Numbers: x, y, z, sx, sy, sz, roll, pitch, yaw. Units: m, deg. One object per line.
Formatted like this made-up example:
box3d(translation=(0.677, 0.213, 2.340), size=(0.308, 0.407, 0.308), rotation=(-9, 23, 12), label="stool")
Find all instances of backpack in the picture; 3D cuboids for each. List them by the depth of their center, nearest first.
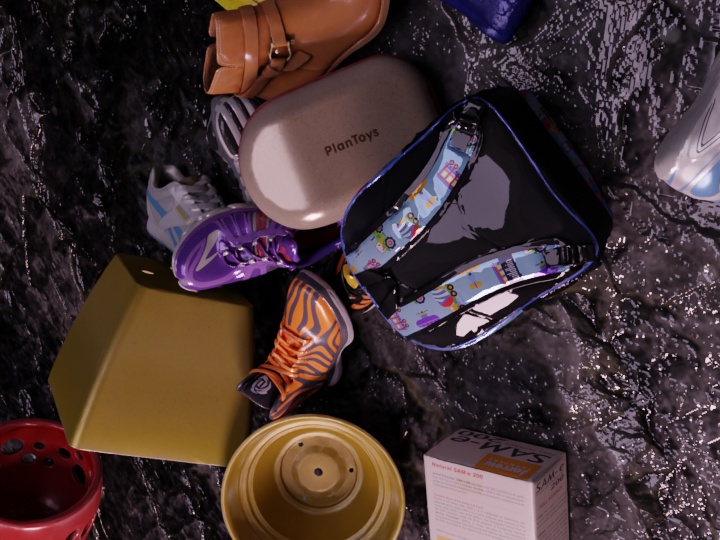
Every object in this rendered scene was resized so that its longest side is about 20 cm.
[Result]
box3d(translation=(0.093, -0.037, 0.888), size=(0.200, 0.135, 0.183), rotation=(-38, 90, 30), label="backpack")

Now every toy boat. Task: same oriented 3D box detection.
box3d(translation=(-0.019, -0.121, 0.997), size=(0.199, 0.131, 0.131), rotation=(-22, 95, 0), label="toy boat")

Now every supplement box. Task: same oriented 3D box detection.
box3d(translation=(0.139, 0.272, 1.027), size=(0.126, 0.073, 0.201), rotation=(8, 110, 38), label="supplement box")

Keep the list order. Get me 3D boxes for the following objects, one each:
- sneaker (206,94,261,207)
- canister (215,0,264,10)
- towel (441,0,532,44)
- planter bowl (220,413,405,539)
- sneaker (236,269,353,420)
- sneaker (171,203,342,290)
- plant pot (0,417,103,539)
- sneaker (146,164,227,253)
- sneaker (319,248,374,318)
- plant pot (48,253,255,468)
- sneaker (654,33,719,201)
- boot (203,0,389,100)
box3d(translation=(-0.111, -0.105, 1.122), size=(0.115, 0.075, 0.201), rotation=(35, 148, 60), label="sneaker")
box3d(translation=(-0.080, -0.350, 0.989), size=(0.148, 0.086, 0.200), rotation=(43, 126, 23), label="canister")
box3d(translation=(0.115, -0.313, 0.868), size=(0.148, 0.049, 0.201), rotation=(39, 128, 19), label="towel")
box3d(translation=(-0.050, 0.239, 1.143), size=(0.199, 0.083, 0.202), rotation=(0, 104, 2), label="planter bowl")
box3d(translation=(-0.071, 0.092, 1.073), size=(0.077, 0.112, 0.200), rotation=(37, 149, 26), label="sneaker")
box3d(translation=(-0.096, -0.030, 1.042), size=(0.083, 0.199, 0.081), rotation=(-115, 4, -65), label="sneaker")
box3d(translation=(-0.477, 0.345, 1.490), size=(0.200, 0.200, 0.183), rotation=(35, 133, 26), label="plant pot")
box3d(translation=(-0.184, -0.060, 1.166), size=(0.200, 0.076, 0.081), rotation=(26, 124, 42), label="sneaker")
box3d(translation=(0.000, 0.000, 1.038), size=(0.200, 0.090, 0.070), rotation=(-35, 82, 41), label="sneaker")
box3d(translation=(-0.224, 0.091, 1.165), size=(0.200, 0.199, 0.177), rotation=(35, 111, 62), label="plant pot")
box3d(translation=(0.296, -0.143, 0.769), size=(0.072, 0.072, 0.201), rotation=(22, 117, -7), label="sneaker")
box3d(translation=(-0.061, -0.235, 0.948), size=(0.074, 0.154, 0.201), rotation=(-114, 30, -44), label="boot")
